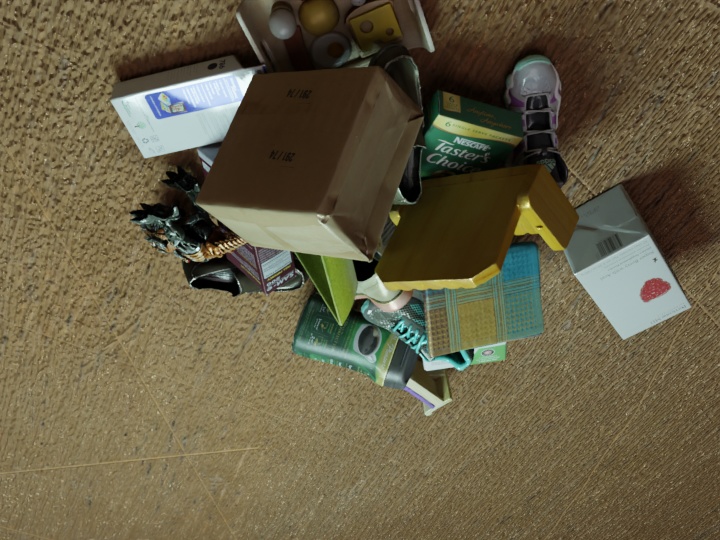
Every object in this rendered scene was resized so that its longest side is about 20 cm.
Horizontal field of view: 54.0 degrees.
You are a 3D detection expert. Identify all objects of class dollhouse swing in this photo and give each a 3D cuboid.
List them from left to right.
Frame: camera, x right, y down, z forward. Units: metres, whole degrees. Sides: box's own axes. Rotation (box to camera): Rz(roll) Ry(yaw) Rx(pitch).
[{"bbox_3d":[0.145,-0.024,0.894,0.198,0.177,0.181,-3,152,38],"label":"dollhouse swing"}]

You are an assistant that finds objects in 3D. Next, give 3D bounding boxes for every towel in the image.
[{"bbox_3d":[0.182,0.041,1.044,0.198,0.022,0.148,-9,101,-21],"label":"towel"}]

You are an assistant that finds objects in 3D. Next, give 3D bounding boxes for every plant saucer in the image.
[{"bbox_3d":[-0.062,-0.059,0.959,0.047,0.200,0.201,-24,136,-12],"label":"plant saucer"}]

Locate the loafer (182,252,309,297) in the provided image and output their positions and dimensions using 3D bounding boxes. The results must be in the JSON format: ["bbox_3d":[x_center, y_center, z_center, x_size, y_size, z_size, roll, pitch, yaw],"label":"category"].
[{"bbox_3d":[-0.175,0.013,1.087,0.198,0.072,0.073,1,134,-7],"label":"loafer"}]

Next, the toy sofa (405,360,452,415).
[{"bbox_3d":[0.069,0.186,1.276,0.097,0.083,0.200,-35,128,24],"label":"toy sofa"}]

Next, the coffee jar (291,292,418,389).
[{"bbox_3d":[-0.004,0.116,1.140,0.198,0.105,0.085,20,163,6],"label":"coffee jar"}]

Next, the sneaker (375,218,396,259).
[{"bbox_3d":[0.107,-0.042,1.077,0.198,0.075,0.082,2,151,-4],"label":"sneaker"}]

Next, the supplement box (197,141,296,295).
[{"bbox_3d":[-0.152,-0.075,0.971,0.061,0.109,0.201,-32,141,-26],"label":"supplement box"}]

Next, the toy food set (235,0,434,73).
[{"bbox_3d":[-0.026,-0.281,0.825,0.198,0.061,0.144,-19,133,12],"label":"toy food set"}]

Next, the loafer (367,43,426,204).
[{"bbox_3d":[0.052,-0.169,0.853,0.075,0.070,0.202,-22,124,-24],"label":"loafer"}]

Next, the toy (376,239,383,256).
[{"bbox_3d":[-0.002,-0.075,0.921,0.047,0.117,0.200,-9,174,3],"label":"toy"}]

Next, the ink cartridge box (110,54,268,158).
[{"bbox_3d":[-0.198,-0.207,0.886,0.198,0.040,0.100,-10,140,6],"label":"ink cartridge box"}]

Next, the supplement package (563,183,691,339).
[{"bbox_3d":[0.407,-0.009,1.097,0.121,0.120,0.200,-31,130,21],"label":"supplement package"}]

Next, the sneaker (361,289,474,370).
[{"bbox_3d":[0.095,0.091,1.065,0.198,0.092,0.078,18,131,-17],"label":"sneaker"}]

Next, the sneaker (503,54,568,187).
[{"bbox_3d":[0.236,-0.162,0.913,0.077,0.141,0.201,-10,135,4],"label":"sneaker"}]

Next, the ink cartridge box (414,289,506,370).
[{"bbox_3d":[0.164,0.065,1.167,0.143,0.084,0.201,-8,134,3],"label":"ink cartridge box"}]

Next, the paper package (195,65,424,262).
[{"bbox_3d":[-0.055,-0.120,0.781,0.199,0.192,0.103,7,159,39],"label":"paper package"}]

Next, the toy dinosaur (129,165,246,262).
[{"bbox_3d":[-0.233,-0.061,0.977,0.198,0.103,0.136,-9,133,19],"label":"toy dinosaur"}]

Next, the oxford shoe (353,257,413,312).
[{"bbox_3d":[0.000,0.000,1.038,0.071,0.199,0.074,-50,120,-17],"label":"oxford shoe"}]

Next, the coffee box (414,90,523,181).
[{"bbox_3d":[0.115,-0.148,0.943,0.122,0.044,0.200,12,150,-17],"label":"coffee box"}]
